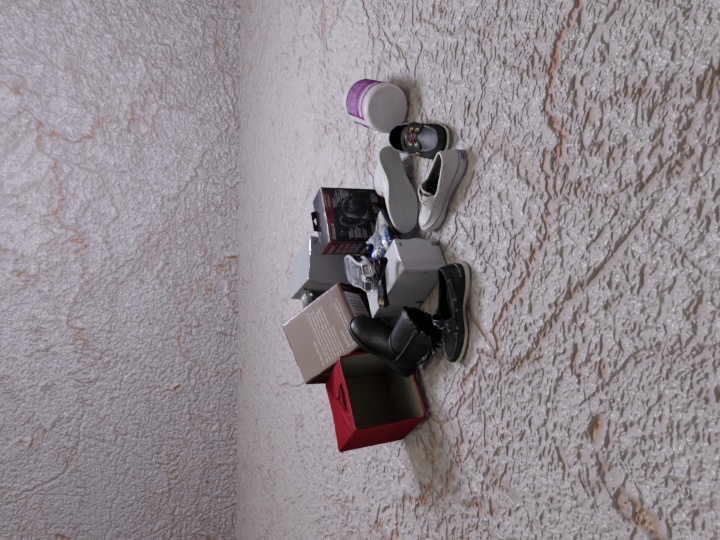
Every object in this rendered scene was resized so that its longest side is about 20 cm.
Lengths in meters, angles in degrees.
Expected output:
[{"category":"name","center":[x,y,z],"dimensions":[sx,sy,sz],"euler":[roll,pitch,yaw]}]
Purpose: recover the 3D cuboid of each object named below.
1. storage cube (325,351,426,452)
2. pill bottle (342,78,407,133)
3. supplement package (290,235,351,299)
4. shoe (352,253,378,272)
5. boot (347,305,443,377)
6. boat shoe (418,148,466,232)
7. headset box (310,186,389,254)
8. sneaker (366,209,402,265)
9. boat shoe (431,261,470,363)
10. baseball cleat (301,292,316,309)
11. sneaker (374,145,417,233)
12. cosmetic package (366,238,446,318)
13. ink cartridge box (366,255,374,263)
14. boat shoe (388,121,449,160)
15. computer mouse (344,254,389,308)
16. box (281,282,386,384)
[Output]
[{"category":"storage cube","center":[0.026,0.302,1.407],"dimensions":[0.181,0.195,0.175],"euler":[115,144,-56]},{"category":"pill bottle","center":[0.027,-0.405,1.465],"dimensions":[0.200,0.109,0.115],"euler":[-137,50,-59]},{"category":"supplement package","center":[-0.108,0.003,1.595],"dimensions":[0.200,0.114,0.121],"euler":[139,137,-64]},{"category":"shoe","center":[0.000,0.000,1.522],"dimensions":[0.199,0.052,0.071],"euler":[33,145,61]},{"category":"boot","center":[0.078,0.133,1.299],"dimensions":[0.197,0.074,0.164],"euler":[38,139,6]},{"category":"boat shoe","center":[0.151,-0.161,1.236],"dimensions":[0.202,0.064,0.073],"euler":[115,145,-47]},{"category":"headset box","center":[-0.027,-0.123,1.501],"dimensions":[0.077,0.195,0.153],"euler":[131,131,-58]},{"category":"sneaker","center":[0.048,-0.074,1.394],"dimensions":[0.085,0.077,0.201],"euler":[-44,14,16]},{"category":"boat shoe","center":[0.173,0.086,1.195],"dimensions":[0.074,0.064,0.205],"euler":[-146,58,-62]},{"category":"baseball cleat","center":[-0.131,0.132,1.619],"dimensions":[0.070,0.106,0.200],"euler":[50,178,31]},{"category":"sneaker","center":[0.082,-0.177,1.419],"dimensions":[0.116,0.072,0.206],"euler":[119,140,-78]},{"category":"cosmetic package","center":[0.096,0.019,1.325],"dimensions":[0.201,0.110,0.083],"euler":[118,144,-53]},{"category":"ink cartridge box","center":[0.026,0.066,1.599],"dimensions":[0.094,0.036,0.206],"euler":[-145,55,-63]},{"category":"boat shoe","center":[0.124,-0.281,1.302],"dimensions":[0.201,0.062,0.076],"euler":[-151,64,-63]},{"category":"computer mouse","center":[0.017,0.006,1.320],"dimensions":[0.199,0.043,0.113],"euler":[-148,47,-63]},{"category":"box","center":[-0.053,0.159,1.486],"dimensions":[0.198,0.163,0.169],"euler":[-35,67,21]}]
